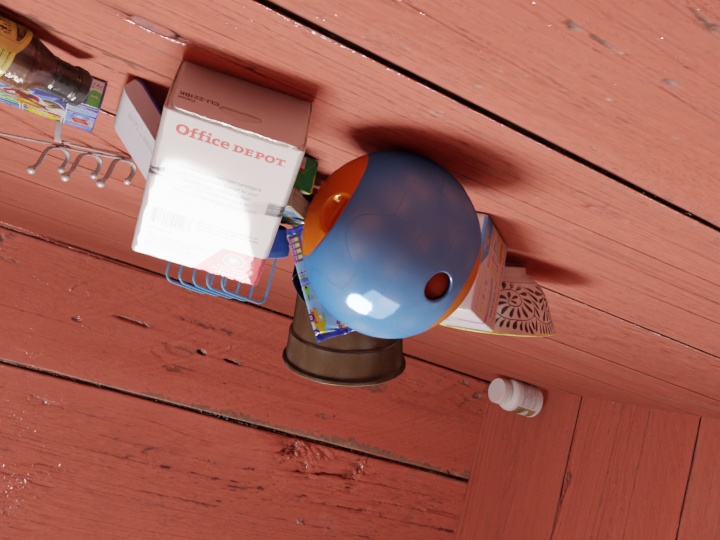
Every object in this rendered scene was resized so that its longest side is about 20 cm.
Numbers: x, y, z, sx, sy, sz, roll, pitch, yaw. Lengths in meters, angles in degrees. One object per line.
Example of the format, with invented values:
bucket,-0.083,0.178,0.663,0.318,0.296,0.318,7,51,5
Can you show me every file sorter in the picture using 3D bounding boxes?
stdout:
file sorter,-0.287,-0.013,2.094,0.198,0.125,0.138,8,169,43

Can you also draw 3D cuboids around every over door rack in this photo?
over door rack,-0.447,-0.173,1.511,0.145,0.068,0.200,11,171,22

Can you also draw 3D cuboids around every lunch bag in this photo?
lunch bag,0.000,0.000,1.385,0.093,0.153,0.199,-17,178,25

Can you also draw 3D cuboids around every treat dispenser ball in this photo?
treat dispenser ball,0.034,-0.028,1.111,0.197,0.205,0.201,14,172,2

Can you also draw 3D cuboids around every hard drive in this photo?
hard drive,-0.246,-0.143,1.215,0.133,0.025,0.200,59,164,-6

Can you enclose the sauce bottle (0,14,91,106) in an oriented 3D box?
sauce bottle,-0.365,-0.224,1.029,0.065,0.067,0.199,8,170,41

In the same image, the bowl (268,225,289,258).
bowl,-0.192,-0.052,1.368,0.196,0.040,0.201,8,-174,-1

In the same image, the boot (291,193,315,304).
boot,-0.062,-0.022,1.420,0.074,0.202,0.097,-32,-175,36

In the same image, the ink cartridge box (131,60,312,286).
ink cartridge box,-0.145,-0.097,1.055,0.142,0.085,0.201,16,134,-10

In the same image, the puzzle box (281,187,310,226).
puzzle box,-0.133,-0.090,1.315,0.130,0.026,0.200,11,175,7

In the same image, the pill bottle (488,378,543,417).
pill bottle,0.568,0.463,3.741,0.198,0.117,0.113,21,170,-35

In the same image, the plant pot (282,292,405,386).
plant pot,-0.019,0.046,1.570,0.196,0.202,0.201,4,-162,-1

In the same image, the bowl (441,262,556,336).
bowl,0.203,0.037,1.549,0.196,0.096,0.201,4,-175,0

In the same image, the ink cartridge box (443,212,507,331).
ink cartridge box,0.124,0.001,1.401,0.123,0.131,0.200,9,171,19

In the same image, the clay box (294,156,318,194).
clay box,-0.160,-0.136,1.294,0.198,0.049,0.114,8,172,46

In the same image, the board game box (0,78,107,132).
board game box,-0.404,-0.223,1.201,0.197,0.035,0.135,18,171,-18
